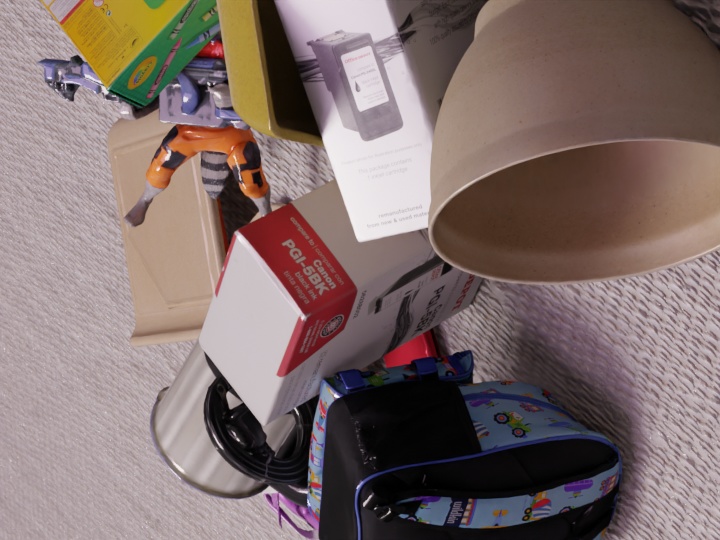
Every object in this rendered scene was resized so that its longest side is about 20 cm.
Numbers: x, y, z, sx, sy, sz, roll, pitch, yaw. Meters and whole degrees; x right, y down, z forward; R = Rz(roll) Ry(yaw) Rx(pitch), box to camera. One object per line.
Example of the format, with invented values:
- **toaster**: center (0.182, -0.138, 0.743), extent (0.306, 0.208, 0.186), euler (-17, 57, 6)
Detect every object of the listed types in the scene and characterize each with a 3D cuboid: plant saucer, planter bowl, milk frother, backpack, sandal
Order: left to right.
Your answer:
- **milk frother**: center (-0.090, 0.111, 1.740), extent (0.181, 0.199, 0.189), euler (50, 134, 20)
- **sandal**: center (-0.048, 0.203, 1.964), extent (0.202, 0.050, 0.083), euler (35, 139, 43)
- **plant saucer**: center (-0.035, -0.167, 1.462), extent (0.048, 0.199, 0.202), euler (-14, 79, 29)
- **backpack**: center (0.075, 0.147, 1.586), extent (0.184, 0.198, 0.135), euler (93, 161, -44)
- **planter bowl**: center (0.132, -0.092, 1.319), extent (0.200, 0.198, 0.136), euler (132, 137, -59)

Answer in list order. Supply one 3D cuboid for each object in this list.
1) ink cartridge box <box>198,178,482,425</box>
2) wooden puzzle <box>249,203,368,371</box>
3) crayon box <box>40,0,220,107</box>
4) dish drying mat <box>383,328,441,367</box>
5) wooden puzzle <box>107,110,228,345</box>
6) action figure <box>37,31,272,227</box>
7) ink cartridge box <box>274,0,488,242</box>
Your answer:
- **ink cartridge box**: center (0.000, 0.000, 1.574), extent (0.083, 0.199, 0.147), euler (50, 149, 19)
- **wooden puzzle**: center (-0.065, 0.059, 1.895), extent (0.200, 0.037, 0.186), euler (-40, 72, 56)
- **crayon box**: center (-0.134, -0.232, 1.641), extent (0.119, 0.200, 0.058), euler (51, -167, 24)
- **dish drying mat**: center (0.042, 0.073, 1.747), extent (0.077, 0.018, 0.202), euler (9, 120, 58)
- **wooden puzzle**: center (-0.157, -0.041, 1.924), extent (0.185, 0.037, 0.202), euler (-9, 86, 61)
- **action figure**: center (-0.139, -0.127, 1.733), extent (0.198, 0.105, 0.195), euler (14, 118, 13)
- **ink cartridge box**: center (0.029, -0.140, 1.424), extent (0.083, 0.145, 0.202), euler (-12, 104, 31)
